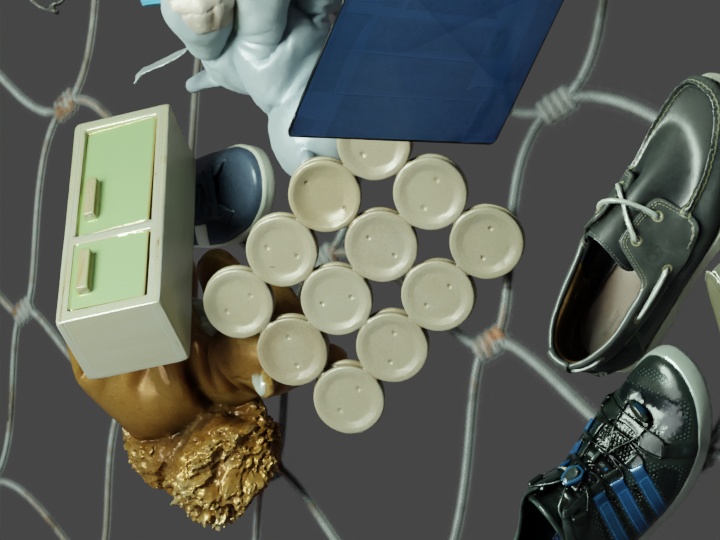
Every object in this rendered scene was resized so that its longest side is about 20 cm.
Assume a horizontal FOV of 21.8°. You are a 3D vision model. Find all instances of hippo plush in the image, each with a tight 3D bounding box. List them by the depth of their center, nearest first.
[{"bbox_3d":[-0.051,-0.134,1.285,0.200,0.159,0.161,-39,73,21],"label":"hippo plush"}]

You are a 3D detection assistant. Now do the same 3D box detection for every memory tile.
[{"bbox_3d":[0.000,0.000,1.258,0.153,0.017,0.200,40,110,-4],"label":"memory tile"}]

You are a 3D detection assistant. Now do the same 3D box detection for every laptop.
[{"bbox_3d":[0.089,-0.139,1.117,0.200,0.187,0.116,0,92,46],"label":"laptop"}]

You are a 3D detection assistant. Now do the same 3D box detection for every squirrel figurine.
[{"bbox_3d":[-0.100,0.085,1.382,0.187,0.142,0.200,-2,97,36],"label":"squirrel figurine"}]

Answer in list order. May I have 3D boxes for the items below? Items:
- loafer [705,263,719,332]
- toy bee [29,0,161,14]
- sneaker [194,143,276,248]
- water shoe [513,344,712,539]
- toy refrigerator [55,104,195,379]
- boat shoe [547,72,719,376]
[{"bbox_3d":[0.237,0.022,1.059,0.070,0.075,0.200,7,92,58],"label":"loafer"},{"bbox_3d":[-0.140,-0.242,1.433,0.200,0.109,0.131,18,103,17],"label":"toy bee"},{"bbox_3d":[-0.150,-0.049,1.446,0.200,0.084,0.075,-19,77,45],"label":"sneaker"},{"bbox_3d":[0.146,0.136,1.142,0.072,0.079,0.200,43,120,37],"label":"water shoe"},{"bbox_3d":[-0.164,-0.025,1.328,0.076,0.070,0.200,-12,46,10],"label":"toy refrigerator"},{"bbox_3d":[0.172,-0.025,1.122,0.072,0.068,0.200,41,118,40],"label":"boat shoe"}]
